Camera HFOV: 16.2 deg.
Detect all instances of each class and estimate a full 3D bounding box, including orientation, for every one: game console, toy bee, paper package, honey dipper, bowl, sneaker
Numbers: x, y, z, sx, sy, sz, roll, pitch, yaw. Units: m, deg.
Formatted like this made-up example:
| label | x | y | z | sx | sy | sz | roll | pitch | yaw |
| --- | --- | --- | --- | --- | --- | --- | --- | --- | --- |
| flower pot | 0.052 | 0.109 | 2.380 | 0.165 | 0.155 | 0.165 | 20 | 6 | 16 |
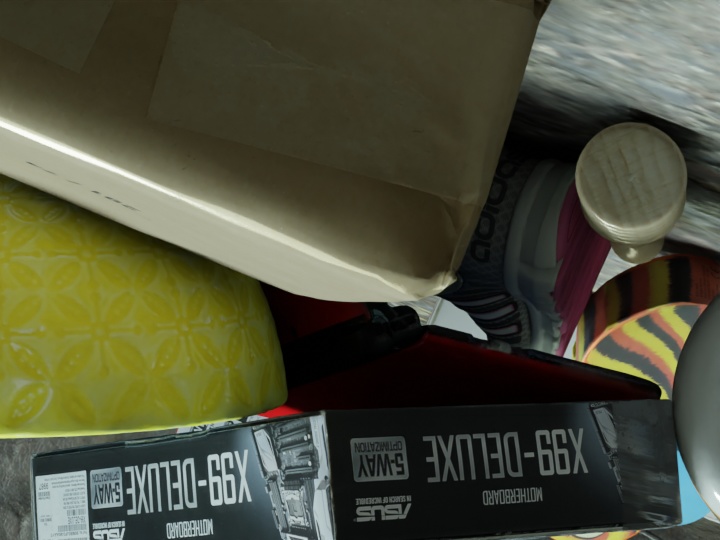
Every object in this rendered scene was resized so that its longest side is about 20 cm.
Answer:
| label | x | y | z | sx | sy | sz | roll | pitch | yaw |
| --- | --- | --- | --- | --- | --- | --- | --- | --- | --- |
| game console | 0.000 | 0.000 | 0.998 | 0.119 | 0.172 | 0.200 | -19 | 178 | -26 |
| toy bee | 0.107 | 0.086 | 1.126 | 0.109 | 0.200 | 0.131 | -1 | -164 | 4 |
| paper package | -0.069 | -0.071 | 0.762 | 0.200 | 0.103 | 0.191 | 22 | 175 | -11 |
| honey dipper | 0.103 | -0.021 | 0.938 | 0.038 | 0.038 | 0.200 | 21 | 177 | 10 |
| bowl | -0.126 | -0.004 | 0.908 | 0.200 | 0.108 | 0.200 | -1 | -178 | 0 |
| sneaker | 0.053 | -0.011 | 1.043 | 0.087 | 0.074 | 0.200 | 22 | 170 | 11 |

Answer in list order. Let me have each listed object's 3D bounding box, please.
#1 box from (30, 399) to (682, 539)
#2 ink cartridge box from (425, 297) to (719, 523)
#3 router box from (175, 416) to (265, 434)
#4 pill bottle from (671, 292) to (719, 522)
| label | x | y | z | sx | sy | sz | roll | pitch | yaw |
| --- | --- | --- | --- | --- | --- | --- | --- | --- | --- |
| box | -0.006 | 0.081 | 0.941 | 0.158 | 0.050 | 0.200 | 1 | 172 | -37 |
| ink cartridge box | 0.146 | 0.075 | 1.451 | 0.148 | 0.086 | 0.200 | 17 | 174 | 39 |
| router box | -0.063 | 0.078 | 1.217 | 0.049 | 0.200 | 0.179 | 20 | 175 | -2 |
| pill bottle | 0.186 | 0.063 | 0.992 | 0.116 | 0.116 | 0.200 | 21 | 175 | 14 |
